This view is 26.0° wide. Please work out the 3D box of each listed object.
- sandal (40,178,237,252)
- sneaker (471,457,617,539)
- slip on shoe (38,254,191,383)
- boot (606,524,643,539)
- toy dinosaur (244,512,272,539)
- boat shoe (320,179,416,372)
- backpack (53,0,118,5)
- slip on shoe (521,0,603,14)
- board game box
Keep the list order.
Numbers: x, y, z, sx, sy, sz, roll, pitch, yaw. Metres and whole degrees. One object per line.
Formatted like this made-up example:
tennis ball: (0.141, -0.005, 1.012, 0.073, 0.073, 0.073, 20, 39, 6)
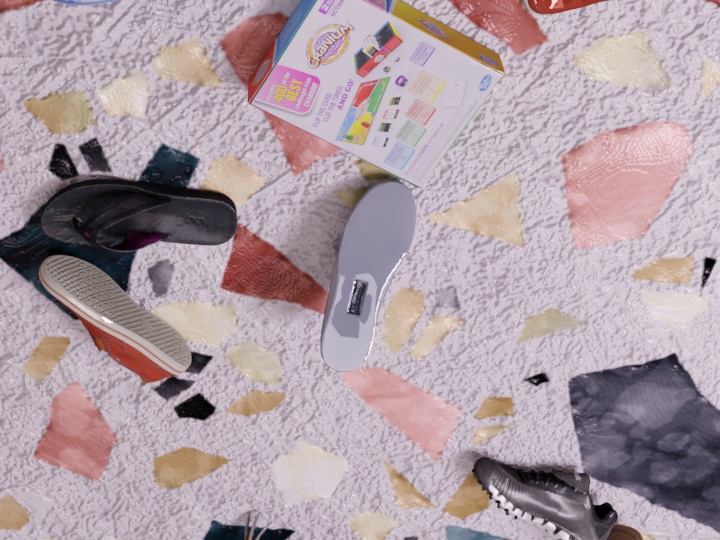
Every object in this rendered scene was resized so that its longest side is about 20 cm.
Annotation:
sandal: (-0.224, -0.051, 1.572, 0.199, 0.048, 0.076, 0, 127, -5)
sneaker: (0.222, 0.262, 1.832, 0.200, 0.067, 0.091, 36, 100, -17)
slip on shoe: (-0.265, 0.056, 1.638, 0.061, 0.074, 0.200, -33, 127, 22)
boot: (0.303, 0.397, 1.935, 0.199, 0.074, 0.155, -31, 123, 32)
toy dinosaur: (-0.117, 0.399, 1.861, 0.181, 0.201, 0.105, -10, 152, 43)
boat shoe: (0.004, 0.002, 1.617, 0.074, 0.086, 0.203, 14, 96, -9)
backpack: (-0.228, -0.324, 1.308, 0.182, 0.147, 0.201, -7, 130, 4)
slip on shoe: (0.241, -0.279, 1.420, 0.199, 0.061, 0.074, -15, 128, 9)
board game box: (0.014, -0.184, 1.495, 0.199, 0.040, 0.153, 25, 121, -21)
